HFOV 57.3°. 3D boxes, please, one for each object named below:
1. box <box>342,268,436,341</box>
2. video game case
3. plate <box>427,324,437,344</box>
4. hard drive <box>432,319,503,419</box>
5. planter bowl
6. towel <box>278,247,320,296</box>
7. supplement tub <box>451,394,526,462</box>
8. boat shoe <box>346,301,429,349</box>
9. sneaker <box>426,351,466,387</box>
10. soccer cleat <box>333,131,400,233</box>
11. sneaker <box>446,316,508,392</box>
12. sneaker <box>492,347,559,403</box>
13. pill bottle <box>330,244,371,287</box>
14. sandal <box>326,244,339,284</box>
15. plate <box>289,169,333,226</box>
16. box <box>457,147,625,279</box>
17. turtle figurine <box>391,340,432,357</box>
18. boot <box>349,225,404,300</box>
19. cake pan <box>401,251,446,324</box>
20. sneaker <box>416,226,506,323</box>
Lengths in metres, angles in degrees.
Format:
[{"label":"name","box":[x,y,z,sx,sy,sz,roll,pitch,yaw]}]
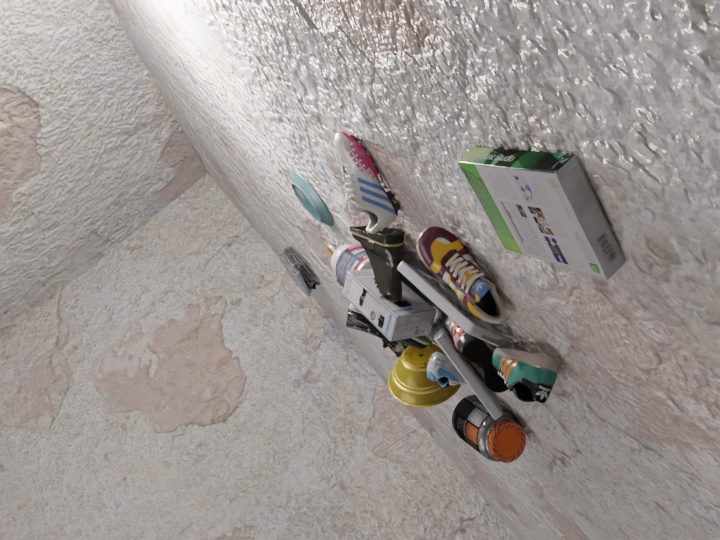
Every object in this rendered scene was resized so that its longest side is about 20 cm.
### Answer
[{"label":"box","box":[0.059,0.069,1.439,0.200,0.115,0.061,41,127,46]},{"label":"video game case","box":[0.177,0.067,1.227,0.200,0.022,0.181,43,-169,36]},{"label":"plate","box":[0.176,0.152,1.563,0.199,0.033,0.199,37,179,-27]},{"label":"hard drive","box":[0.219,0.201,1.361,0.201,0.026,0.132,54,-172,-4]},{"label":"planter bowl","box":[0.159,0.242,1.670,0.200,0.198,0.085,38,149,49]},{"label":"towel","box":[-0.275,0.000,2.979,0.200,0.085,0.167,41,164,51]},{"label":"supplement tub","box":[0.319,0.394,1.638,0.123,0.122,0.200,53,170,-16]},{"label":"boat shoe","box":[0.056,0.139,1.473,0.196,0.067,0.075,24,-168,1]},{"label":"sneaker","box":[0.222,0.250,1.588,0.071,0.074,0.198,26,180,44]},{"label":"soccer cleat","box":[-0.003,-0.161,1.239,0.202,0.086,0.070,55,169,-18]},{"label":"sneaker","box":[0.245,0.161,1.347,0.201,0.067,0.109,44,-166,-37]},{"label":"sneaker","box":[0.279,0.186,1.165,0.070,0.082,0.200,18,173,-9]},{"label":"pill bottle","box":[0.000,0.000,1.681,0.121,0.119,0.199,56,168,-28]},{"label":"sandal","box":[-0.061,0.011,2.143,0.208,0.059,0.079,54,169,-12]},{"label":"plate","box":[-0.149,-0.202,1.897,0.201,0.025,0.201,49,170,11]},{"label":"box","box":[0.207,-0.074,0.779,0.146,0.036,0.199,56,168,-23]},{"label":"turtle figurine","box":[0.133,0.207,1.898,0.199,0.100,0.151,25,153,55]},{"label":"boot","box":[0.031,-0.023,1.426,0.200,0.076,0.142,-151,56,-67]},{"label":"cake pan","box":[0.131,0.036,1.466,0.201,0.037,0.201,50,169,13]},{"label":"sneaker","box":[0.174,0.007,1.094,0.200,0.075,0.090,46,174,-21]}]
